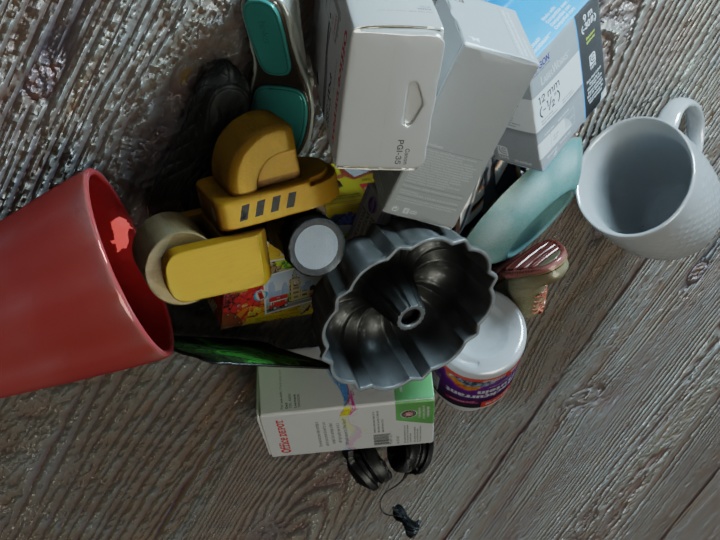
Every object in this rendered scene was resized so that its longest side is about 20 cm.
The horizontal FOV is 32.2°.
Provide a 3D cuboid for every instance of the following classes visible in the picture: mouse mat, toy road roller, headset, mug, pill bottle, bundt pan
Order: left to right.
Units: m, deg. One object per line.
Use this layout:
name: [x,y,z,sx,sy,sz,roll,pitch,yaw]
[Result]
mouse mat: [-0.136,0.085,1.334,0.161,0.200,0.008,6,93,-35]
toy road roller: [-0.118,-0.065,1.165,0.200,0.123,0.146,-16,111,-15]
headset: [0.044,0.256,1.647,0.123,0.094,0.200,-17,123,-16]
bundt pan: [0.036,0.025,1.281,0.201,0.076,0.202,-17,135,-18]
pill bottle: [0.138,0.106,1.526,0.111,0.112,0.200,-25,160,-9]
mug: [0.367,-0.110,1.497,0.175,0.147,0.200,25,83,-54]

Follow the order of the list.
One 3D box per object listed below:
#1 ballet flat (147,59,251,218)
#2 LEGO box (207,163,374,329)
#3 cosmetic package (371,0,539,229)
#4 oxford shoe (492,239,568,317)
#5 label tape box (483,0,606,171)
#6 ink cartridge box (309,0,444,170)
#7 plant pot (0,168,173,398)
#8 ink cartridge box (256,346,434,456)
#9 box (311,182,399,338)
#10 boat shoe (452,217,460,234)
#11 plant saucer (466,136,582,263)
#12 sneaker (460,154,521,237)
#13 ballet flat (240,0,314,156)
ballet flat: [-0.158,-0.117,1.238,0.066,0.057,0.200,17,125,-24]
LEGO box: [-0.063,-0.030,1.343,0.200,0.077,0.149,-10,132,-24]
cosmetic package: [0.084,-0.153,1.193,0.090,0.107,0.200,14,128,-21]
oxford shoe: [0.203,0.014,1.462,0.070,0.200,0.075,-34,93,-14]
label tape box: [0.188,-0.225,1.285,0.143,0.066,0.200,-48,143,-30]
ink cartridge box: [0.010,-0.205,1.135,0.083,0.200,0.147,0,129,-11]
plant pot: [-0.296,0.026,1.187,0.177,0.201,0.201,-23,136,1]
ink cartridge box: [-0.016,0.149,1.455,0.199,0.084,0.145,-5,153,0]
box: [0.000,0.000,1.322,0.041,0.039,0.200,0,127,-33]
boat shoe: [0.086,-0.115,1.334,0.070,0.070,0.201,4,112,-8]
plant saucer: [0.193,-0.066,1.423,0.201,0.039,0.201,-41,166,-13]
sneaker: [0.131,-0.091,1.405,0.079,0.078,0.200,9,121,-29]
ballet flat: [-0.072,-0.195,1.205,0.069,0.069,0.200,-19,135,-15]
